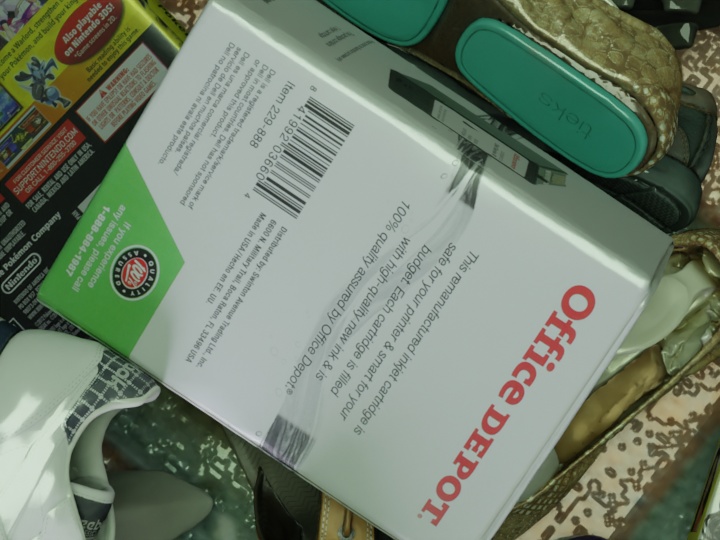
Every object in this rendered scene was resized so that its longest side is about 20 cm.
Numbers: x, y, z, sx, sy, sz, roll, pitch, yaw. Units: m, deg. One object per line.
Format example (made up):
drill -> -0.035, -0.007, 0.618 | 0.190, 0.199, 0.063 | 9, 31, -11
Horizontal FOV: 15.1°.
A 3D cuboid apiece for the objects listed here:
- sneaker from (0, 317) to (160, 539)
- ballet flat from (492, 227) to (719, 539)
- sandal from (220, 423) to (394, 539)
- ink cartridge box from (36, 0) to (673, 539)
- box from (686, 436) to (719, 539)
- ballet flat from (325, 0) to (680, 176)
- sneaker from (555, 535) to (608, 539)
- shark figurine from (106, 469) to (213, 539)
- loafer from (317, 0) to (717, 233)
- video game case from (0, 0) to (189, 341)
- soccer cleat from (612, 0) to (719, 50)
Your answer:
sneaker -> -0.142, 0.120, 1.045 | 0.080, 0.076, 0.200 | 18, 97, 4
ballet flat -> 0.083, 0.049, 1.132 | 0.200, 0.065, 0.071 | -43, 75, 0
sandal -> -0.015, 0.094, 1.125 | 0.082, 0.055, 0.200 | -40, 81, 37
ink cartridge box -> 0.000, 0.000, 1.058 | 0.200, 0.084, 0.146 | 34, 108, 4
box -> 0.185, 0.082, 1.135 | 0.075, 0.050, 0.200 | 17, 85, 4
ballet flat -> 0.045, -0.113, 1.091 | 0.200, 0.071, 0.065 | 38, 47, -3
sneaker -> 0.078, 0.207, 1.109 | 0.076, 0.088, 0.200 | 4, 85, 3
shark figurine -> -0.167, 0.160, 1.129 | 0.128, 0.090, 0.215 | 27, 85, 6
loafer -> 0.056, -0.080, 1.156 | 0.200, 0.072, 0.063 | 23, 67, -2
video game case -> -0.158, -0.050, 1.143 | 0.181, 0.026, 0.200 | 47, 107, 2
soccer cleat -> 0.184, -0.138, 1.147 | 0.200, 0.070, 0.086 | 4, 69, -1
